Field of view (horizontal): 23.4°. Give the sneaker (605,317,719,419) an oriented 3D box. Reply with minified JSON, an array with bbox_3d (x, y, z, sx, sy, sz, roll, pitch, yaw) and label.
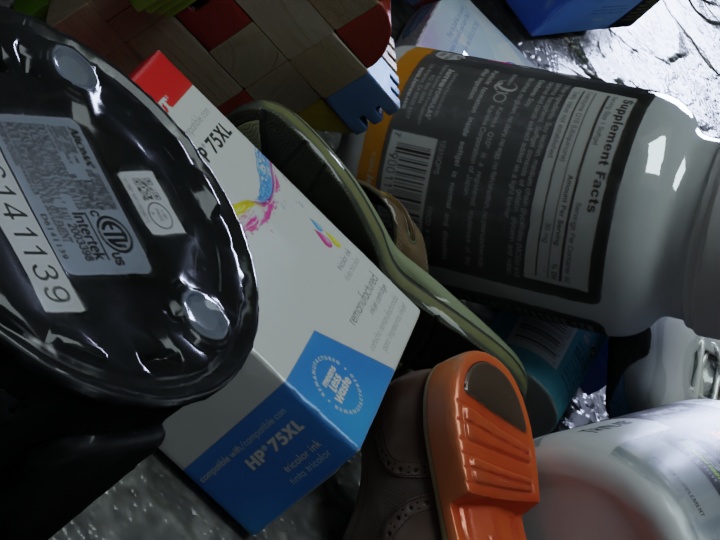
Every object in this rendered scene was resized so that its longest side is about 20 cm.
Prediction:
[{"bbox_3d":[0.191,0.060,0.918,0.200,0.086,0.076,29,71,-58],"label":"sneaker"}]

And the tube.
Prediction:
[{"bbox_3d":[0.116,0.002,0.908,0.078,0.050,0.200,48,49,-14],"label":"tube"}]

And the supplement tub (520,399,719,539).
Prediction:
[{"bbox_3d":[0.139,0.124,0.791,0.199,0.122,0.123,-5,60,-56],"label":"supplement tub"}]

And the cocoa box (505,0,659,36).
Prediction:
[{"bbox_3d":[0.173,-0.265,1.281,0.134,0.131,0.200,55,30,10],"label":"cocoa box"}]

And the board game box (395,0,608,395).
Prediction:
[{"bbox_3d":[0.091,-0.055,1.013,0.199,0.043,0.200,45,30,-11],"label":"board game box"}]

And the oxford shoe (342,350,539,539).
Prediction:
[{"bbox_3d":[0.032,0.137,0.693,0.071,0.073,0.202,26,55,-45],"label":"oxford shoe"}]

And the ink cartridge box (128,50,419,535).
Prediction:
[{"bbox_3d":[-0.077,-0.007,0.697,0.200,0.067,0.116,44,29,-10],"label":"ink cartridge box"}]

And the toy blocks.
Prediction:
[{"bbox_3d":[-0.036,-0.112,0.768,0.137,0.199,0.100,45,26,-33],"label":"toy blocks"}]

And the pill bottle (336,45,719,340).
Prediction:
[{"bbox_3d":[0.095,-0.034,0.825,0.198,0.117,0.116,13,23,18],"label":"pill bottle"}]

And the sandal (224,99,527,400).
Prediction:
[{"bbox_3d":[0.000,0.001,0.790,0.201,0.079,0.058,47,32,-26],"label":"sandal"}]

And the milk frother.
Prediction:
[{"bbox_3d":[-0.147,0.048,0.408,0.199,0.188,0.181,18,41,-44],"label":"milk frother"}]
